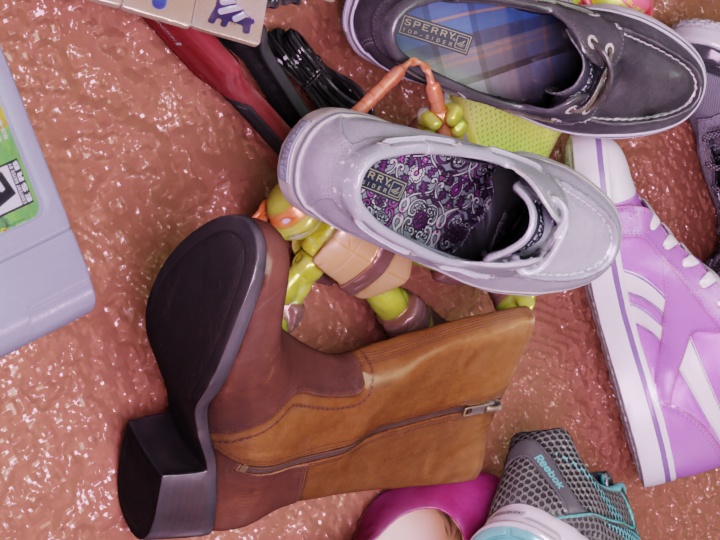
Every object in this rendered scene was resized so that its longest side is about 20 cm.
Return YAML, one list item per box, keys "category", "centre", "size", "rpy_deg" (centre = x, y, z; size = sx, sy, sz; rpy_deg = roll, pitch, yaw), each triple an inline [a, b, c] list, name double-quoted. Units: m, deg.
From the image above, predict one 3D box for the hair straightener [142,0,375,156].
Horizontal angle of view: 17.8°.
- category: "hair straightener"
  centre: [-0.038, -0.107, 1.117]
  size: [0.200, 0.041, 0.077]
  rpy_deg: [46, 63, -26]

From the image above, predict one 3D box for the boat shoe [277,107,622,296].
- category: "boat shoe"
  centre: [0.056, -0.023, 1.058]
  size: [0.200, 0.071, 0.070]
  rpy_deg: [15, 99, -38]

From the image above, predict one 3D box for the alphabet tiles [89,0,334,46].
- category: "alphabet tiles"
  centre: [-0.078, -0.207, 1.072]
  size: [0.166, 0.006, 0.201]
  rpy_deg: [15, 70, -16]

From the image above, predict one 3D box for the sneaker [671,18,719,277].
- category: "sneaker"
  centre: [0.215, -0.038, 1.280]
  size: [0.200, 0.075, 0.114]
  rpy_deg: [52, 58, -26]

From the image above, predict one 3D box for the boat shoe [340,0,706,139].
- category: "boat shoe"
  centre: [0.089, -0.103, 1.121]
  size: [0.199, 0.066, 0.070]
  rpy_deg: [16, 102, -24]

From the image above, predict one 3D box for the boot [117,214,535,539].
- category: "boot"
  centre: [0.000, 0.044, 1.064]
  size: [0.199, 0.069, 0.189]
  rpy_deg: [-7, 127, -29]

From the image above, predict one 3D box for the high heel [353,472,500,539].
- category: "high heel"
  centre: [0.020, 0.150, 1.113]
  size: [0.200, 0.096, 0.068]
  rpy_deg: [-21, 100, -35]

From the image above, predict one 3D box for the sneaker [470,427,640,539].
- category: "sneaker"
  centre: [0.126, 0.151, 1.197]
  size: [0.200, 0.077, 0.091]
  rpy_deg: [51, 41, -45]

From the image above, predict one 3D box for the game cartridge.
- category: "game cartridge"
  centre: [-0.205, -0.047, 0.996]
  size: [0.133, 0.040, 0.201]
  rpy_deg: [-28, 104, -30]

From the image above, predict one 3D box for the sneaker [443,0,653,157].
- category: "sneaker"
  centre: [0.106, -0.126, 1.196]
  size: [0.078, 0.090, 0.201]
  rpy_deg: [33, 70, -32]

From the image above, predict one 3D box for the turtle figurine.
- category: "turtle figurine"
  centre: [0.000, 0.000, 1.123]
  size: [0.161, 0.064, 0.200]
  rpy_deg: [32, 95, -37]

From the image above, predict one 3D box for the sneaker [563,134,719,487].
- category: "sneaker"
  centre: [0.177, 0.008, 1.225]
  size: [0.114, 0.073, 0.201]
  rpy_deg: [-17, 111, 5]
